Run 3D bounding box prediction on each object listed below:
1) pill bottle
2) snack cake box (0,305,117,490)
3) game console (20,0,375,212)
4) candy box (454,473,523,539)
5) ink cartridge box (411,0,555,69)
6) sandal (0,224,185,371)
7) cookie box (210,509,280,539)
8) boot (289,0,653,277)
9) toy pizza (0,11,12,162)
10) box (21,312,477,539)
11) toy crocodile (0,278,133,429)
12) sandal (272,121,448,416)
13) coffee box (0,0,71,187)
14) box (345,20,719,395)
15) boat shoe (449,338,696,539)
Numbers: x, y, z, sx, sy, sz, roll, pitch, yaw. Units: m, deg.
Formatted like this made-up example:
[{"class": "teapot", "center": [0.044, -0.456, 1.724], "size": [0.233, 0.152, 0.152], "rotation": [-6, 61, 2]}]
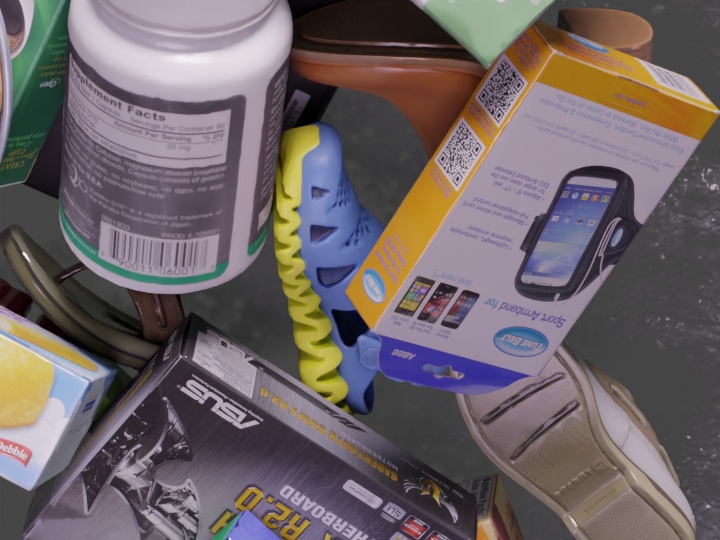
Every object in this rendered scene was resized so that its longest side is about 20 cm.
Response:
[{"class": "pill bottle", "center": [-0.093, -0.094, 1.385], "size": [0.113, 0.113, 0.200], "rotation": [11, 133, 2]}, {"class": "snack cake box", "center": [-0.235, 0.036, 1.445], "size": [0.200, 0.115, 0.067], "rotation": [28, 93, 1]}, {"class": "game console", "center": [-0.106, -0.110, 1.482], "size": [0.177, 0.031, 0.200], "rotation": [23, 119, -11]}, {"class": "candy box", "center": [0.003, 0.200, 1.609], "size": [0.200, 0.055, 0.115], "rotation": [-14, 115, 14]}, {"class": "ink cartridge box", "center": [0.022, -0.215, 1.339], "size": [0.200, 0.145, 0.088], "rotation": [39, 115, -12]}, {"class": "sandal", "center": [-0.113, 0.027, 1.533], "size": [0.201, 0.080, 0.057], "rotation": [31, 96, -14]}, {"class": "cookie box", "center": [-0.074, 0.256, 1.503], "size": [0.171, 0.075, 0.200], "rotation": [42, 116, -7]}, {"class": "boot", "center": [0.054, -0.065, 1.455], "size": [0.200, 0.077, 0.155], "rotation": [0, 124, -9]}, {"class": "toy pizza", "center": [-0.259, -0.110, 1.439], "size": [0.200, 0.032, 0.200], "rotation": [13, 111, 37]}, {"class": "box", "center": [-0.061, 0.137, 1.516], "size": [0.200, 0.048, 0.158], "rotation": [35, 117, -16]}, {"class": "toy crocodile", "center": [-0.203, 0.034, 1.541], "size": [0.200, 0.068, 0.062], "rotation": [30, 120, -5]}, {"class": "sandal", "center": [0.000, 0.000, 1.491], "size": [0.087, 0.080, 0.200], "rotation": [-6, 133, 7]}, {"class": "coffee box", "center": [-0.188, -0.156, 1.428], "size": [0.123, 0.044, 0.200], "rotation": [40, 119, 23]}, {"class": "box", "center": [0.081, -0.026, 1.402], "size": [0.119, 0.041, 0.200], "rotation": [17, 118, -37]}, {"class": "boat shoe", "center": [0.115, 0.087, 1.527], "size": [0.075, 0.068, 0.200], "rotation": [-30, 107, 18]}]
